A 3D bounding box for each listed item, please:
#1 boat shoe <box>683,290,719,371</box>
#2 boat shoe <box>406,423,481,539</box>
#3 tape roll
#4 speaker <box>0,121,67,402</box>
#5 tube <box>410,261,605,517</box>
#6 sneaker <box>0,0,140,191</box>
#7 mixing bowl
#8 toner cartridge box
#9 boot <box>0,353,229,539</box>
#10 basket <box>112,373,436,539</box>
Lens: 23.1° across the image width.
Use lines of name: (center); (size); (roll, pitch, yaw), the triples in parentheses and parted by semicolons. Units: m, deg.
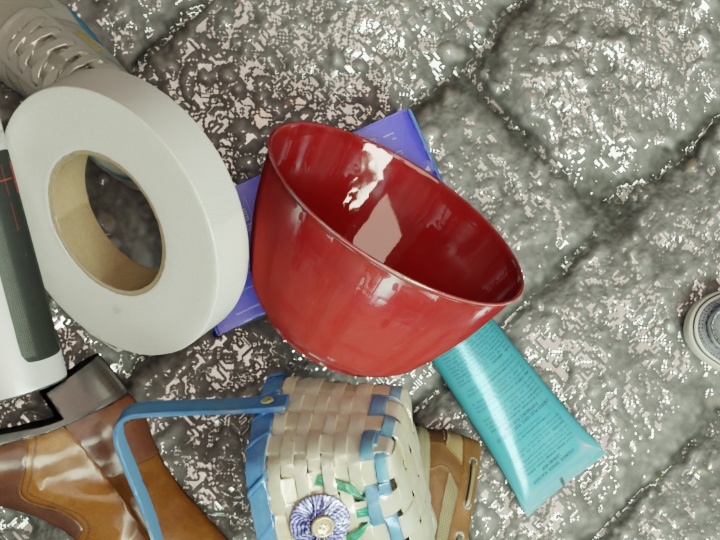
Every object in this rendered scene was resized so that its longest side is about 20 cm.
boat shoe: (0.349, 0.055, 1.322); (0.198, 0.093, 0.075); (10, 84, -8)
boat shoe: (0.057, 0.213, 1.278); (0.073, 0.076, 0.202); (4, 86, -11)
tape roll: (-0.163, -0.038, 1.203); (0.203, 0.202, 0.037); (54, 46, -1)
speaker: (-0.263, -0.014, 1.202); (0.080, 0.081, 0.202); (-14, 96, -9)
tube: (0.097, 0.081, 1.309); (0.077, 0.050, 0.201); (-37, 96, -5)
sneaker: (-0.206, -0.141, 1.260); (0.200, 0.081, 0.077); (40, 83, -3)
mixing bowl: (0.000, 0.000, 1.200); (0.199, 0.200, 0.109); (31, 113, -5)
toner cartridge box: (-0.036, -0.035, 1.296); (0.199, 0.043, 0.096); (-25, 91, -9)
boot: (-0.205, 0.191, 1.258); (0.188, 0.068, 0.201); (-35, 99, -17)
basket: (-0.055, 0.157, 1.189); (0.198, 0.139, 0.178); (-8, 117, 17)
